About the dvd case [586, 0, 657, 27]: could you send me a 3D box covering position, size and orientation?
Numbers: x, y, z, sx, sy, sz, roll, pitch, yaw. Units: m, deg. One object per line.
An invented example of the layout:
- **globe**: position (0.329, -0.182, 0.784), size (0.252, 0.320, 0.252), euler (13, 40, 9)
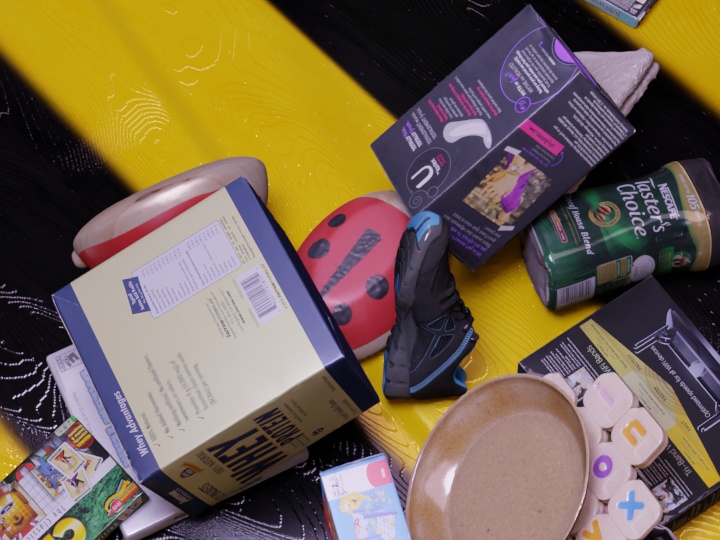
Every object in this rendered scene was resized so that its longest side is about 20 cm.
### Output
- **dvd case**: position (0.289, -0.364, 1.755), size (0.145, 0.022, 0.200), euler (32, 68, 17)

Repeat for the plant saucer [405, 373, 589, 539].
- **plant saucer**: position (0.125, 0.189, 1.406), size (0.199, 0.035, 0.201), euler (-27, 48, 35)

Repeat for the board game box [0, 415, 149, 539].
- **board game box**: position (-0.294, 0.232, 1.439), size (0.200, 0.023, 0.105), euler (-44, 70, -11)

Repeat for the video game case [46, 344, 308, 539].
- **video game case**: position (-0.170, 0.126, 1.505), size (0.181, 0.024, 0.201), euler (-24, 64, -11)

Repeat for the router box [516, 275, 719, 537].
- **router box**: position (0.261, 0.126, 1.475), size (0.157, 0.052, 0.200), euler (-30, 65, -13)

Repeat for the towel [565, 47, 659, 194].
- **towel**: position (0.195, -0.148, 1.591), size (0.132, 0.035, 0.200), euler (4, 47, 43)

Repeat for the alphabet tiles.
- **alphabet tiles**: position (0.174, 0.186, 1.396), size (0.200, 0.015, 0.196), euler (-50, 40, 12)

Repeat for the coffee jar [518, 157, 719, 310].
- **coffee jar**: position (0.254, -0.037, 1.543), size (0.199, 0.086, 0.105), euler (-15, 53, -6)

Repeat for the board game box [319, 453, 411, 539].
- **board game box**: position (0.022, 0.280, 1.320), size (0.055, 0.196, 0.201), euler (-15, 62, -6)

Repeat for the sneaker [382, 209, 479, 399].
- **sneaker**: position (0.068, 0.032, 1.461), size (0.081, 0.201, 0.073), euler (5, 39, -1)

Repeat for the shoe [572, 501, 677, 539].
- **shoe**: position (0.245, 0.283, 1.360), size (0.071, 0.091, 0.200), euler (-6, 48, -49)

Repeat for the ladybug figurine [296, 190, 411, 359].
- **ladybug figurine**: position (0.000, 0.000, 1.540), size (0.135, 0.072, 0.200), euler (30, 67, 16)

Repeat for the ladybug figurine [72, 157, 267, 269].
- **ladybug figurine**: position (-0.174, -0.040, 1.531), size (0.199, 0.136, 0.072), euler (-24, 84, 3)

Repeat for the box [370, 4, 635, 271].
- **box**: position (0.128, -0.120, 1.494), size (0.200, 0.106, 0.123), euler (-40, 43, 12)

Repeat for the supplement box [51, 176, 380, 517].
- **supplement box**: position (-0.125, 0.068, 1.422), size (0.199, 0.134, 0.201), euler (-31, 65, 2)
